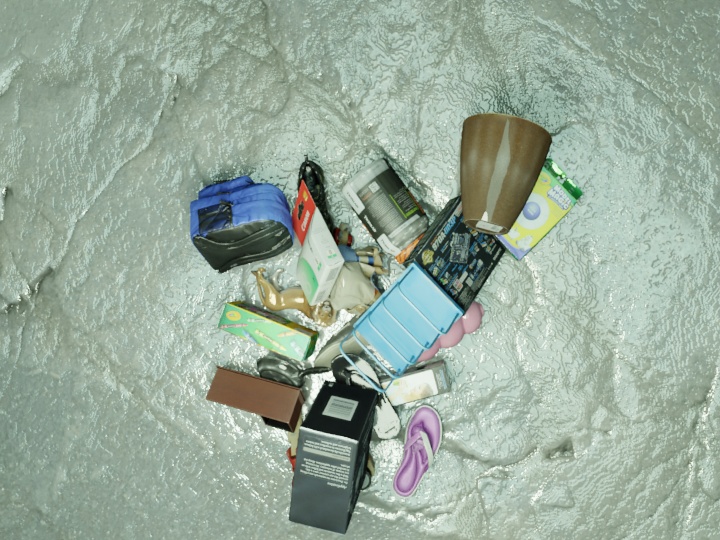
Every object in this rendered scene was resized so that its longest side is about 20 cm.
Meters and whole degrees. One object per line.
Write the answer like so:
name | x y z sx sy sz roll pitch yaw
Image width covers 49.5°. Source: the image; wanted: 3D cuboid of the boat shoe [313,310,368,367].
boat shoe | -0.020 0.145 1.684 0.199 0.057 0.067 -37 122 8

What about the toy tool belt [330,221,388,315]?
toy tool belt | 0.000 0.000 1.644 0.120 0.203 0.126 11 136 -16

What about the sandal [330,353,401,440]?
sandal | 0.015 0.248 1.567 0.076 0.043 0.201 -39 84 4

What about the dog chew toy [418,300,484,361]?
dog chew toy | 0.163 0.112 1.632 0.196 0.125 0.127 -19 88 -3

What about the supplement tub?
supplement tub | 0.061 -0.122 1.636 0.122 0.123 0.201 -36 86 4

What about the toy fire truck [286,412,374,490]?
toy fire truck | -0.081 0.376 1.663 0.174 0.129 0.203 -25 98 5

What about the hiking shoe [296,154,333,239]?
hiking shoe | -0.106 -0.138 1.654 0.074 0.101 0.204 -11 80 7

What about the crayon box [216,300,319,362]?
crayon box | -0.194 0.127 1.662 0.197 0.119 0.059 21 92 6

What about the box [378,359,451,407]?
box | 0.090 0.244 1.638 0.196 0.117 0.061 -15 86 7

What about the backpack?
backpack | -0.244 -0.111 1.645 0.196 0.163 0.171 -11 66 9

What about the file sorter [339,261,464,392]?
file sorter | 0.073 0.114 1.503 0.139 0.123 0.200 45 120 3

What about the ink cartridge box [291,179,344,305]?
ink cartridge box | -0.108 -0.055 1.593 0.049 0.162 0.202 -19 67 -25

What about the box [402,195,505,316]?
box | 0.194 -0.028 1.590 0.159 0.046 0.201 47 58 -14

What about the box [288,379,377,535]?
box | -0.049 0.349 1.483 0.115 0.197 0.204 11 110 8

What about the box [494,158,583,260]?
box | 0.365 -0.131 1.645 0.117 0.048 0.200 45 92 4

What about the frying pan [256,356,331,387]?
frying pan | -0.139 0.229 1.655 0.186 0.116 0.031 10 54 22

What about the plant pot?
plant pot | 0.274 -0.182 1.565 0.183 0.187 0.204 13 80 5

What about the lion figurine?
lion figurine | -0.145 0.057 1.686 0.196 0.072 0.125 1 88 12

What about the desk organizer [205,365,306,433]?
desk organizer | -0.223 0.274 1.664 0.196 0.072 0.078 13 63 13

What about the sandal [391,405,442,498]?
sandal | 0.124 0.391 1.666 0.081 0.050 0.207 17 91 5
